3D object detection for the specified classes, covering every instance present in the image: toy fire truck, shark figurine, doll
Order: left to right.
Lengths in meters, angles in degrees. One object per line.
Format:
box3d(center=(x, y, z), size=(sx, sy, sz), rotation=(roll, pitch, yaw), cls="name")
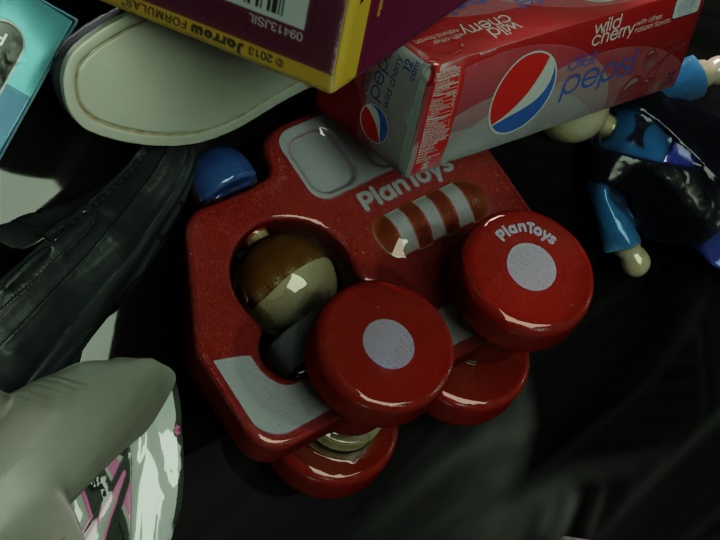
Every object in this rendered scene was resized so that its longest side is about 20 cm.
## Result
box3d(center=(-0.140, 0.122, 0.716), size=(0.215, 0.089, 0.128), rotation=(-62, 147, -6), cls="shark figurine")
box3d(center=(0.000, 0.000, 0.895), size=(0.200, 0.112, 0.168), rotation=(-25, 72, -27), cls="toy fire truck")
box3d(center=(0.180, -0.055, 1.012), size=(0.200, 0.048, 0.137), rotation=(25, 75, -16), cls="doll")

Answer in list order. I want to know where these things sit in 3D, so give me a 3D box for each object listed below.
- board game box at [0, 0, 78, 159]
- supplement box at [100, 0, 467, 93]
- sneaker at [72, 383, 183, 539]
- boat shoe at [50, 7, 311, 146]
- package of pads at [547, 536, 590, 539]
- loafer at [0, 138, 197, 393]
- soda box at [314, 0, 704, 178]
box3d(center=(-0.245, -0.094, 0.801), size=(0.200, 0.047, 0.151), rotation=(32, 72, -21), cls="board game box")
box3d(center=(-0.013, -0.173, 0.826), size=(0.200, 0.131, 0.103), rotation=(-43, 150, -53), cls="supplement box")
box3d(center=(-0.125, 0.145, 0.831), size=(0.086, 0.080, 0.200), rotation=(0, 75, -18), cls="sneaker")
box3d(center=(-0.064, -0.114, 0.877), size=(0.200, 0.062, 0.075), rotation=(-26, 129, -33), cls="boat shoe")
box3d(center=(0.121, 0.243, 0.936), size=(0.120, 0.076, 0.200), rotation=(25, 74, -24), cls="package of pads")
box3d(center=(-0.136, 0.000, 0.822), size=(0.070, 0.068, 0.201), rotation=(36, 53, -5), cls="loafer")
box3d(center=(0.076, -0.111, 0.917), size=(0.200, 0.070, 0.063), rotation=(-20, 138, -39), cls="soda box")
